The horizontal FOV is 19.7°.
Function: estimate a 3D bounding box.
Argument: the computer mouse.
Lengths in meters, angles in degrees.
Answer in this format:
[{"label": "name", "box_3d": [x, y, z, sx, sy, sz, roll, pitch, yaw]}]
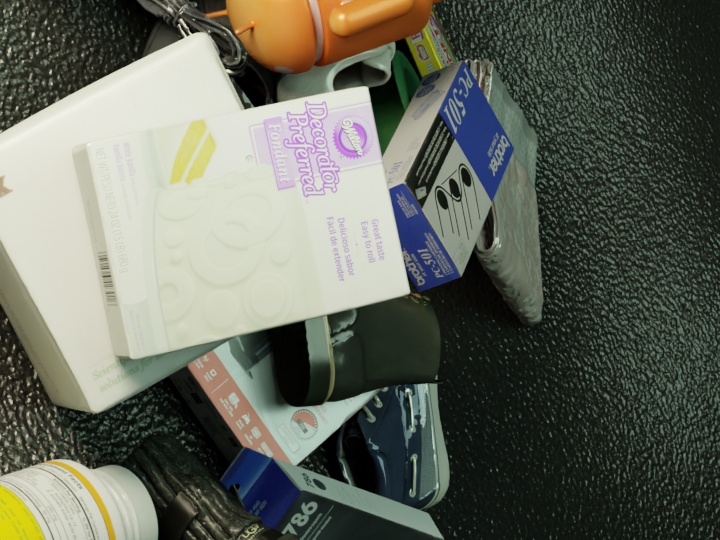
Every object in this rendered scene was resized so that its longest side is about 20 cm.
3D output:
[{"label": "computer mouse", "box_3d": [-0.143, -0.143, 1.611, 0.053, 0.201, 0.138, -35, 64, -21]}]

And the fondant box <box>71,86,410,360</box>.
[{"label": "fondant box", "box_3d": [-0.079, -0.033, 1.386, 0.198, 0.058, 0.146, -13, 93, -19]}]

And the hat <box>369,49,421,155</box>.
[{"label": "hat", "box_3d": [-0.016, -0.088, 1.808, 0.166, 0.175, 0.201, -101, 164, -52]}]

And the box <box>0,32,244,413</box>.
[{"label": "box", "box_3d": [-0.166, -0.032, 1.477, 0.198, 0.171, 0.201, -29, 97, -16]}]

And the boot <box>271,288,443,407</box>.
[{"label": "boot", "box_3d": [0.000, 0.000, 1.624, 0.137, 0.077, 0.202, -3, 98, -33]}]

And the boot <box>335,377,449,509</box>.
[{"label": "boot", "box_3d": [0.016, 0.104, 1.729, 0.090, 0.072, 0.202, -6, 80, -51]}]

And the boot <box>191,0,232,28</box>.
[{"label": "boot", "box_3d": [-0.061, -0.263, 1.773, 0.074, 0.095, 0.200, 55, 45, -14]}]

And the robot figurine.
[{"label": "robot figurine", "box_3d": [-0.022, -0.225, 1.643, 0.199, 0.117, 0.145, -21, 67, -17]}]

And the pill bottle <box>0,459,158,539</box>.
[{"label": "pill bottle", "box_3d": [-0.236, 0.195, 1.420, 0.199, 0.109, 0.110, -15, 86, -47]}]

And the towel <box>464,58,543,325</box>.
[{"label": "towel", "box_3d": [0.132, -0.068, 1.873, 0.200, 0.032, 0.193, 48, 39, -64]}]

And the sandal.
[{"label": "sandal", "box_3d": [-0.114, -0.179, 1.682, 0.048, 0.075, 0.201, -34, 90, -6]}]

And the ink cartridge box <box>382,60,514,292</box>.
[{"label": "ink cartridge box", "box_3d": [0.065, -0.079, 1.676, 0.094, 0.044, 0.200, 58, 31, -21]}]

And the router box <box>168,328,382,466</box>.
[{"label": "router box", "box_3d": [-0.073, 0.038, 1.641, 0.179, 0.049, 0.201, -40, 102, -26]}]

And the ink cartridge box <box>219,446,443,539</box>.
[{"label": "ink cartridge box", "box_3d": [-0.037, 0.211, 1.622, 0.199, 0.100, 0.039, 23, 21, -36]}]

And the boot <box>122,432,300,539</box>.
[{"label": "boot", "box_3d": [-0.115, 0.230, 1.541, 0.157, 0.212, 0.079, 32, 42, 23]}]

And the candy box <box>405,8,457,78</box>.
[{"label": "candy box", "box_3d": [0.065, -0.201, 1.895, 0.201, 0.026, 0.102, 66, 15, -4]}]

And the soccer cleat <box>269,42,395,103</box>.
[{"label": "soccer cleat", "box_3d": [0.003, -0.201, 1.736, 0.086, 0.070, 0.201, 26, 68, 16]}]
